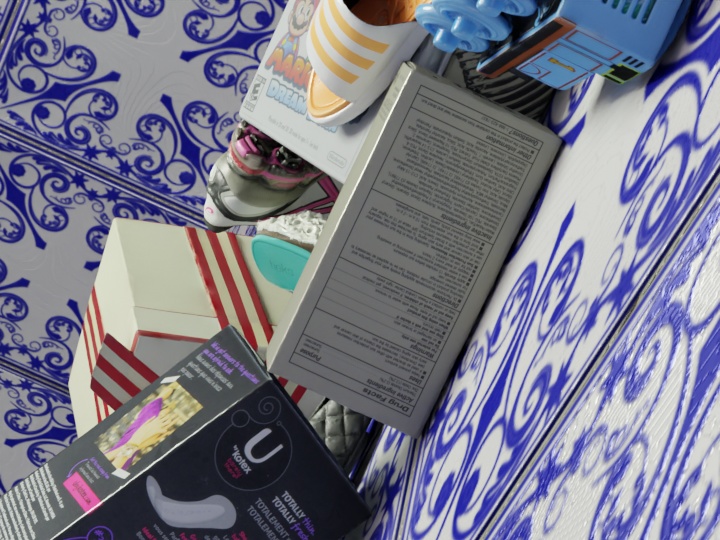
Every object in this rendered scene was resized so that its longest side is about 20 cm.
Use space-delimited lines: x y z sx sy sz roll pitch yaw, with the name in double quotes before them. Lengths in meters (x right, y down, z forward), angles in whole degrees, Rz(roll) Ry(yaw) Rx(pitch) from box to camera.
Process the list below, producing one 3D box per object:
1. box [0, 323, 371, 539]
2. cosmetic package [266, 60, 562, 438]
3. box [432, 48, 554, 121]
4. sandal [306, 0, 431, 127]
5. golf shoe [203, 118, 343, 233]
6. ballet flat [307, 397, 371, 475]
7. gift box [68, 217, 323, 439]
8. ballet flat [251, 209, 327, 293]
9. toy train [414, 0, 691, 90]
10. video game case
"box" -0.115 0.150 1.386 0.200 0.122 0.106 -36 25 -3
"cosmetic package" 0.030 -0.014 1.335 0.200 0.104 0.073 -63 7 8
"box" 0.092 -0.164 1.405 0.200 0.082 0.068 -66 28 8
"sandal" 0.015 -0.174 1.354 0.207 0.059 0.079 -45 39 34
"golf shoe" -0.028 -0.067 1.612 0.092 0.200 0.073 -55 51 36
"ballet flat" -0.002 0.059 1.509 0.200 0.057 0.066 -65 8 -21
"gift box" -0.119 0.071 1.644 0.187 0.184 0.200 -111 29 -53
"ballet flat" 0.000 0.000 1.488 0.200 0.072 0.072 31 98 50
"toy train" 0.102 -0.147 1.192 0.087 0.114 0.200 -63 7 -9
"video game case" 0.001 -0.155 1.442 0.200 0.024 0.182 36 103 58
